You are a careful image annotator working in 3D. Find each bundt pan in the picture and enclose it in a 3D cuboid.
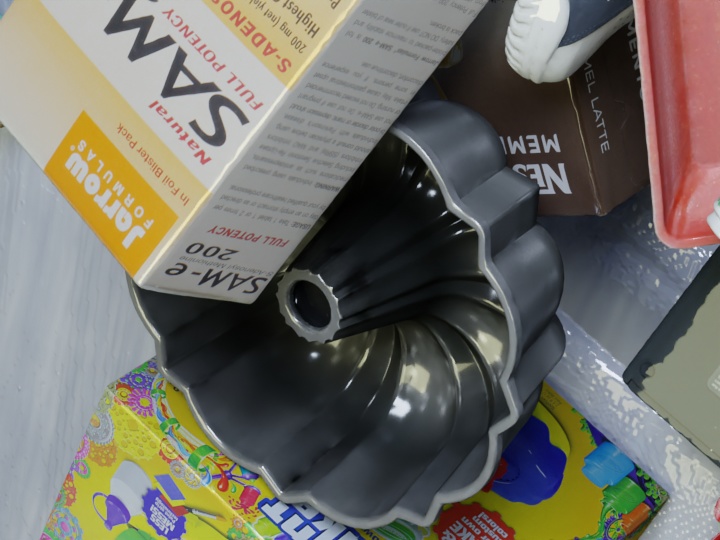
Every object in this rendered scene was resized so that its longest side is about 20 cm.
[{"bbox_3d":[0.000,0.000,0.925,0.202,0.076,0.202,19,124,31],"label":"bundt pan"}]

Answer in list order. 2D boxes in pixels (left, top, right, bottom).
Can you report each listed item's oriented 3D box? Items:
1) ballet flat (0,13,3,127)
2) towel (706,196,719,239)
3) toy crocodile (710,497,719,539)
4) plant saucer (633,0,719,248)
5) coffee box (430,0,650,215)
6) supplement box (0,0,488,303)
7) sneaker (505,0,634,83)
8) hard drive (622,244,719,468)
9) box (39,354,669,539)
[{"bbox_3d":[-0.238,-0.162,1.180,0.200,0.065,0.070,64,158,-5],"label":"ballet flat"},{"bbox_3d":[0.241,-0.033,0.782,0.149,0.031,0.200,40,115,-21],"label":"towel"},{"bbox_3d":[0.178,0.134,0.994,0.062,0.067,0.200,23,124,36],"label":"toy crocodile"},{"bbox_3d":[0.190,-0.111,0.772,0.199,0.037,0.200,-8,125,4],"label":"plant saucer"},{"bbox_3d":[0.031,-0.087,0.974,0.200,0.080,0.115,1,113,40],"label":"coffee box"},{"bbox_3d":[-0.038,-0.104,0.822,0.126,0.073,0.200,47,109,27],"label":"supplement box"},{"bbox_3d":[0.153,-0.124,0.823,0.130,0.079,0.199,39,90,4],"label":"sneaker"},{"bbox_3d":[0.212,0.011,0.880,0.140,0.033,0.200,42,117,15],"label":"hard drive"},{"bbox_3d":[-0.003,0.116,1.049,0.200,0.193,0.122,42,134,15],"label":"box"}]
